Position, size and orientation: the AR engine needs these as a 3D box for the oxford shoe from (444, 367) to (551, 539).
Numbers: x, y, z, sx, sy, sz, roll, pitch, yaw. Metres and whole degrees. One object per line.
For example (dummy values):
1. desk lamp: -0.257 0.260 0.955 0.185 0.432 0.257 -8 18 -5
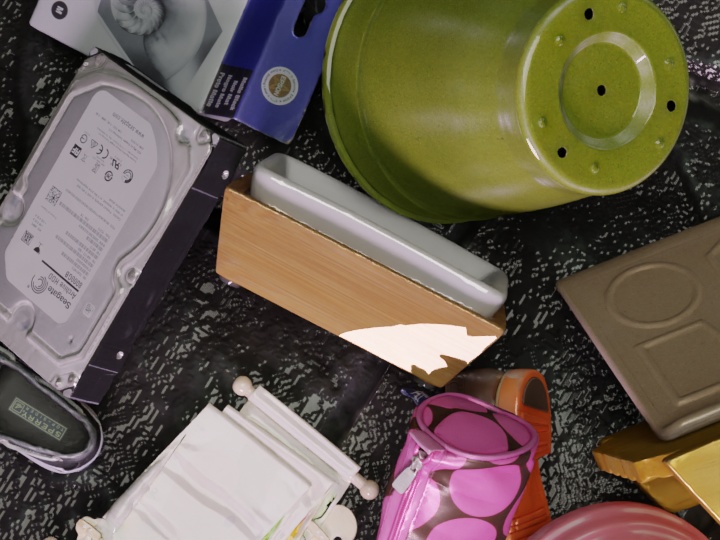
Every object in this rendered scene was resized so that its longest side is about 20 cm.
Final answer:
1. oxford shoe: 0.087 0.166 1.472 0.073 0.071 0.200 2 88 29

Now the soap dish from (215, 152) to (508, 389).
1. soap dish: 0.000 0.000 1.439 0.200 0.157 0.081 27 98 0

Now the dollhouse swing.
1. dollhouse swing: 0.277 0.168 1.411 0.182 0.200 0.176 -21 92 -7

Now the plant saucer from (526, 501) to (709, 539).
1. plant saucer: 0.173 0.256 1.432 0.200 0.051 0.201 -2 95 -20

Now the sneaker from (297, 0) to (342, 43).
1. sneaker: -0.052 -0.196 1.505 0.112 0.073 0.200 -17 78 0

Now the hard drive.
1. hard drive: -0.176 -0.031 1.428 0.140 0.038 0.200 37 100 35

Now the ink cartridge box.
1. ink cartridge box: -0.101 -0.212 1.460 0.200 0.041 0.200 26 104 11

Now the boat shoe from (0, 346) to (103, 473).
1. boat shoe: -0.265 0.075 1.446 0.199 0.068 0.074 34 81 1

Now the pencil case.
1. pencil case: 0.043 0.176 1.399 0.091 0.094 0.200 29 119 27

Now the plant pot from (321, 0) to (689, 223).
1. plant pot: 0.107 -0.120 1.403 0.200 0.193 0.201 -5 100 -28

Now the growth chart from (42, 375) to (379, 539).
1. growth chart: -0.098 0.174 1.471 0.200 0.018 0.145 -42 87 -8

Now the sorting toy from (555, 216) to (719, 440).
1. sorting toy: 0.249 0.031 1.447 0.185 0.200 0.037 -21 125 -7
